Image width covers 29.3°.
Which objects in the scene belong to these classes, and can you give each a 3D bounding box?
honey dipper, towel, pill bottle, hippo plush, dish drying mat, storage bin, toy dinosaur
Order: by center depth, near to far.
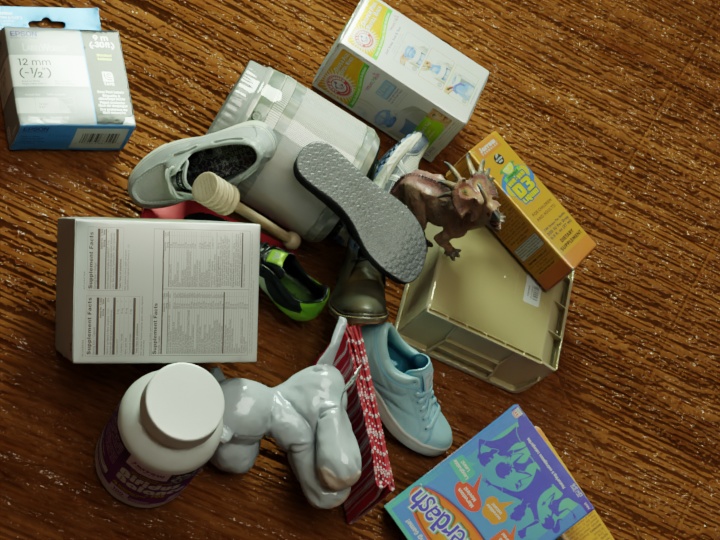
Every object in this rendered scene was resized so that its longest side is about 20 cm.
[{"bbox_3d":[-0.208,0.171,1.450,0.111,0.200,0.113,9,62,-18],"label":"pill bottle"},{"bbox_3d":[-0.092,0.179,1.526,0.159,0.201,0.160,-2,45,-18],"label":"hippo plush"},{"bbox_3d":[-0.012,0.176,1.584,0.022,0.145,0.202,-4,67,-21],"label":"towel"},{"bbox_3d":[-0.127,-0.064,1.607,0.200,0.038,0.038,32,44,-58],"label":"honey dipper"},{"bbox_3d":[0.097,-0.087,1.675,0.198,0.136,0.086,13,60,24],"label":"toy dinosaur"},{"bbox_3d":[-0.175,-0.034,1.683,0.199,0.018,0.077,24,58,-13],"label":"dish drying mat"},{"bbox_3d":[0.166,0.025,1.779,0.197,0.094,0.201,25,57,-14],"label":"storage bin"}]

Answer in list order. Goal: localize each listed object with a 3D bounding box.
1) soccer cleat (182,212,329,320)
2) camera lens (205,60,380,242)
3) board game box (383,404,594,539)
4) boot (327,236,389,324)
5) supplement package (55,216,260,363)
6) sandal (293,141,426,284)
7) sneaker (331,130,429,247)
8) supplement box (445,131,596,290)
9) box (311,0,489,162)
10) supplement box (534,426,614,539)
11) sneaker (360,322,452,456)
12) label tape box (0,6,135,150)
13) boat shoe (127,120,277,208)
[{"bbox_3d":[-0.122,-0.014,1.637,0.199,0.081,0.068,34,59,-8],"label":"soccer cleat"},{"bbox_3d":[-0.087,-0.143,1.692,0.199,0.160,0.161,31,56,-10],"label":"camera lens"},{"bbox_3d":[0.150,0.278,1.619,0.199,0.045,0.153,-37,85,-4],"label":"board game box"},{"bbox_3d":[0.000,0.000,1.641,0.074,0.200,0.098,4,104,-5],"label":"boot"},{"bbox_3d":[-0.225,0.020,1.509,0.198,0.152,0.152,1,92,-20],"label":"supplement package"},{"bbox_3d":[0.003,-0.069,1.610,0.076,0.043,0.200,-39,86,-21],"label":"sandal"},{"bbox_3d":[0.041,-0.093,1.793,0.085,0.077,0.201,39,65,-10],"label":"sneaker"},{"bbox_3d":[0.203,-0.076,1.751,0.200,0.069,0.066,47,52,4],"label":"supplement box"},{"bbox_3d":[0.052,-0.258,1.847,0.199,0.112,0.102,32,57,-9],"label":"box"},{"bbox_3d":[0.237,0.297,1.687,0.069,0.067,0.201,-30,81,-34],"label":"supplement box"},{"bbox_3d":[0.061,0.143,1.646,0.200,0.082,0.074,49,42,-22],"label":"sneaker"},{"bbox_3d":[-0.362,-0.247,1.664,0.142,0.066,0.202,-3,69,-28],"label":"label tape box"},{"bbox_3d":[-0.192,-0.118,1.593,0.071,0.199,0.072,65,21,-14],"label":"boat shoe"}]
